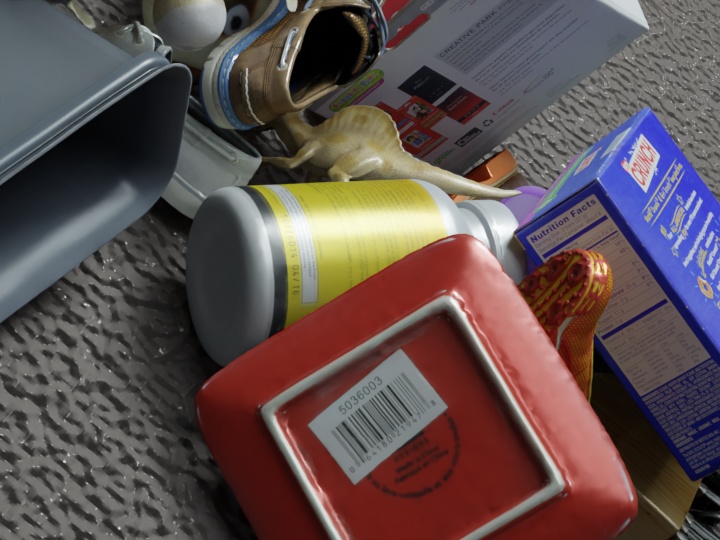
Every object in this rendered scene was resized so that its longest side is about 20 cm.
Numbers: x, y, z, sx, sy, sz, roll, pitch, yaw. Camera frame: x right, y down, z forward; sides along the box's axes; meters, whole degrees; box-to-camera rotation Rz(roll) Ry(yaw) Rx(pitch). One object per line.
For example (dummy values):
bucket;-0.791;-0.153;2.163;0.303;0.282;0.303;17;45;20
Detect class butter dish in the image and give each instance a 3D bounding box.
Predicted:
butter dish;0.036;0.112;1.078;0.200;0.200;0.148;59;2;13

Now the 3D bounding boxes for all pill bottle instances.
pill bottle;0.000;0.000;1.139;0.199;0.112;0.112;-4;57;-28

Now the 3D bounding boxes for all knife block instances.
knife block;0.178;0.157;1.225;0.199;0.064;0.176;10;48;-37

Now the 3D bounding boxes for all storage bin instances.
storage bin;-0.213;-0.065;1.019;0.134;0.146;0.200;38;54;17

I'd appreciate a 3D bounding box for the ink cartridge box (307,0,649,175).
ink cartridge box;0.070;-0.174;1.298;0.175;0.200;0.084;22;41;-43

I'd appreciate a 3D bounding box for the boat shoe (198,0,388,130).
boat shoe;-0.021;-0.151;1.183;0.200;0.072;0.072;-53;136;-39

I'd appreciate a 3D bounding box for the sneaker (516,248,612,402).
sneaker;0.117;0.066;1.143;0.077;0.200;0.073;12;39;-14

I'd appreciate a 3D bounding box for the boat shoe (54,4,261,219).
boat shoe;-0.146;-0.120;1.168;0.200;0.069;0.072;47;16;2

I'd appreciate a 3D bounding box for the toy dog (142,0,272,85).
toy dog;-0.096;-0.225;1.275;0.193;0.140;0.201;11;46;-10

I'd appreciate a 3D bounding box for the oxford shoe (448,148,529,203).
oxford shoe;0.076;-0.020;1.295;0.073;0.071;0.200;54;41;-4

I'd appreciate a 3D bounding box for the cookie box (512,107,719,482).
cookie box;0.204;0.011;1.200;0.200;0.075;0.171;54;28;-4

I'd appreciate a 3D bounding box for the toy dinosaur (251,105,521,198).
toy dinosaur;-0.001;-0.066;1.224;0.199;0.058;0.101;21;66;19

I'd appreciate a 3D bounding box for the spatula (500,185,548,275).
spatula;0.077;0.022;1.228;0.056;0.021;0.200;25;62;25

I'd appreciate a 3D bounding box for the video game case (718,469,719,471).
video game case;0.223;0.043;1.317;0.200;0.023;0.182;49;22;-7

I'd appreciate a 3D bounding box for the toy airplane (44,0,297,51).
toy airplane;-0.101;-0.203;1.085;0.199;0.199;0.142;-25;107;-76
